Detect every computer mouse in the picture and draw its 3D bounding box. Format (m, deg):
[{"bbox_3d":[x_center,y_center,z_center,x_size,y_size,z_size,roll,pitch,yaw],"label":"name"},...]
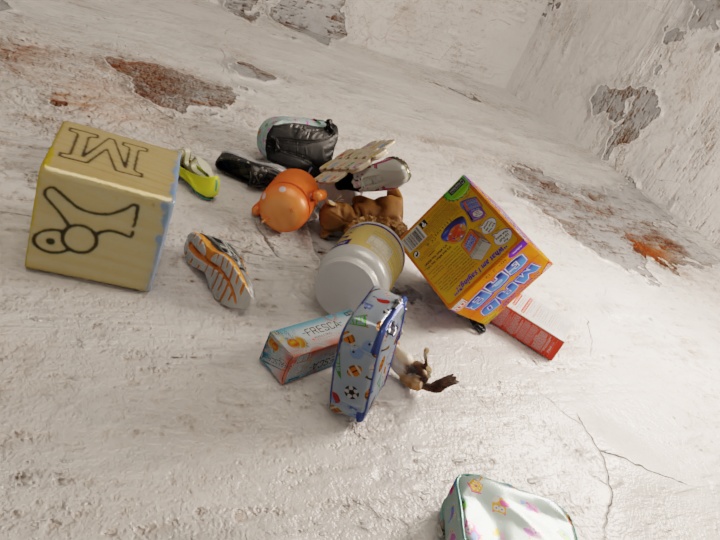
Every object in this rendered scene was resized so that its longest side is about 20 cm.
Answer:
[{"bbox_3d":[0.213,0.071,1.469,0.059,0.034,0.200,26,24,-50],"label":"computer mouse"}]

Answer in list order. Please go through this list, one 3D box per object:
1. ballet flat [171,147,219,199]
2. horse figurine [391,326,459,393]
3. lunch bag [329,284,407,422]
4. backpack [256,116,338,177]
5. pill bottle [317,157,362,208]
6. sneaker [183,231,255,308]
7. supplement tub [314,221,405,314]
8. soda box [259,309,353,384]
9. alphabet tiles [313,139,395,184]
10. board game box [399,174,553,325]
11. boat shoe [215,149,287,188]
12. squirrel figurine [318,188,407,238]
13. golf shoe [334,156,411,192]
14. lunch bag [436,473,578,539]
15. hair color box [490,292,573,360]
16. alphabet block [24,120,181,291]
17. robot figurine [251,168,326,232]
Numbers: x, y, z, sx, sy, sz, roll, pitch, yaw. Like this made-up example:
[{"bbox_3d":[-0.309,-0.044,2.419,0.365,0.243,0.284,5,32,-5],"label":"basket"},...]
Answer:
[{"bbox_3d":[-0.387,-0.235,1.472,0.200,0.067,0.067,37,32,22],"label":"ballet flat"},{"bbox_3d":[0.080,0.154,1.154,0.050,0.133,0.200,-37,67,-25],"label":"horse figurine"},{"bbox_3d":[0.016,0.127,1.042,0.075,0.201,0.160,22,28,13],"label":"lunch bag"},{"bbox_3d":[-0.173,-0.331,1.729,0.199,0.168,0.127,3,15,-28],"label":"backpack"},{"bbox_3d":[-0.043,-0.226,1.669,0.115,0.116,0.200,23,29,-2],"label":"pill bottle"},{"bbox_3d":[-0.243,-0.005,1.196,0.077,0.078,0.200,3,36,-50],"label":"sneaker"},{"bbox_3d":[0.000,0.000,1.296,0.145,0.146,0.200,27,28,5],"label":"supplement tub"},{"bbox_3d":[-0.072,0.126,1.116,0.068,0.064,0.200,42,32,28],"label":"soda box"},{"bbox_3d":[-0.019,-0.257,1.527,0.195,0.015,0.200,-36,23,-19],"label":"alphabet tiles"},{"bbox_3d":[0.242,-0.037,1.381,0.200,0.200,0.200,24,26,-55],"label":"board game box"},{"bbox_3d":[-0.256,-0.232,1.570,0.199,0.070,0.066,26,36,3],"label":"boat shoe"},{"bbox_3d":[0.002,-0.108,1.494,0.186,0.142,0.200,7,30,-17],"label":"squirrel figurine"},{"bbox_3d":[0.028,-0.205,1.476,0.200,0.073,0.092,2,34,48],"label":"golf shoe"},{"bbox_3d":[0.203,0.377,0.897,0.199,0.077,0.161,20,30,-8],"label":"lunch bag"},{"bbox_3d":[0.373,0.108,1.490,0.200,0.064,0.111,34,31,14],"label":"hair color box"},{"bbox_3d":[-0.427,-0.108,1.103,0.199,0.196,0.197,14,28,-20],"label":"alphabet block"},{"bbox_3d":[-0.157,-0.158,1.467,0.143,0.117,0.200,23,29,-1],"label":"robot figurine"}]
